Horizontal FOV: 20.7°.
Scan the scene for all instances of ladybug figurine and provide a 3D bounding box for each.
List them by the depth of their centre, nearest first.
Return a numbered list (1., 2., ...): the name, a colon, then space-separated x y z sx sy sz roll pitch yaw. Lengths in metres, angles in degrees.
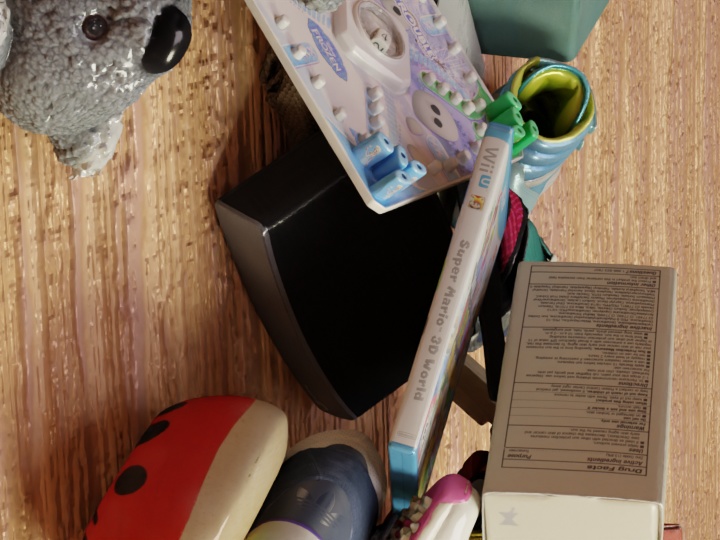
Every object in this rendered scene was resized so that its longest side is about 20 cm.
1. ladybug figurine: -0.096 0.124 1.032 0.136 0.072 0.200 -58 -178 11

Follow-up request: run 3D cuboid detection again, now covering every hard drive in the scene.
1. hard drive: 0.000 0.000 1.210 0.134 0.042 0.201 -34 135 -10

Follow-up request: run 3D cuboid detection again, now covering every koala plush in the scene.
1. koala plush: -0.119 -0.150 0.938 0.201 0.183 0.177 -60 150 -3

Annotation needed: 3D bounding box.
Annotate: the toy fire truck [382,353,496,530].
1. toy fire truck: 0.064 0.148 1.342 0.128 0.176 0.201 28 34 -20

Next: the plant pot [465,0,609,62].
1. plant pot: 0.113 -0.255 1.367 0.142 0.140 0.201 -56 145 -44

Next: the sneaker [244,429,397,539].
1. sneaker: -0.043 0.180 1.130 0.201 0.080 0.147 -64 174 35

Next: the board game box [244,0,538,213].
1. board game box: 0.012 -0.142 1.163 0.201 0.026 0.200 59 31 5

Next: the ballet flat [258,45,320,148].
1. ballet flat: -0.024 -0.069 1.233 0.201 0.046 0.068 72 18 -47

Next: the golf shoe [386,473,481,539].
1. golf shoe: 0.031 0.213 1.086 0.075 0.091 0.201 -167 -78 -87

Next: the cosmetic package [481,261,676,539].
1. cosmetic package: 0.131 0.091 1.150 0.201 0.102 0.088 -74 164 -49

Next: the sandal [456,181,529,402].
1. sandal: 0.091 -0.009 1.275 0.075 0.045 0.202 70 11 -60

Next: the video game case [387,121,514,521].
1. video game case: 0.053 0.033 1.142 0.143 0.018 0.202 84 22 -67

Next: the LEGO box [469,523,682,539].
1. LEGO box: 0.093 0.230 1.180 0.077 0.198 0.151 158 -69 -73

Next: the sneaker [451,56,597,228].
1. sneaker: 0.129 -0.111 1.404 0.131 0.079 0.201 -57 -174 35

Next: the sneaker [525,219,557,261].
1. sneaker: 0.153 0.039 1.546 0.072 0.079 0.201 -58 142 -42

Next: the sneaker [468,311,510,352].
1. sneaker: 0.082 0.006 1.403 0.075 0.087 0.200 -49 169 5

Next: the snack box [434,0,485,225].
1. snack box: 0.042 -0.109 1.307 0.117 0.037 0.201 71 25 -44
